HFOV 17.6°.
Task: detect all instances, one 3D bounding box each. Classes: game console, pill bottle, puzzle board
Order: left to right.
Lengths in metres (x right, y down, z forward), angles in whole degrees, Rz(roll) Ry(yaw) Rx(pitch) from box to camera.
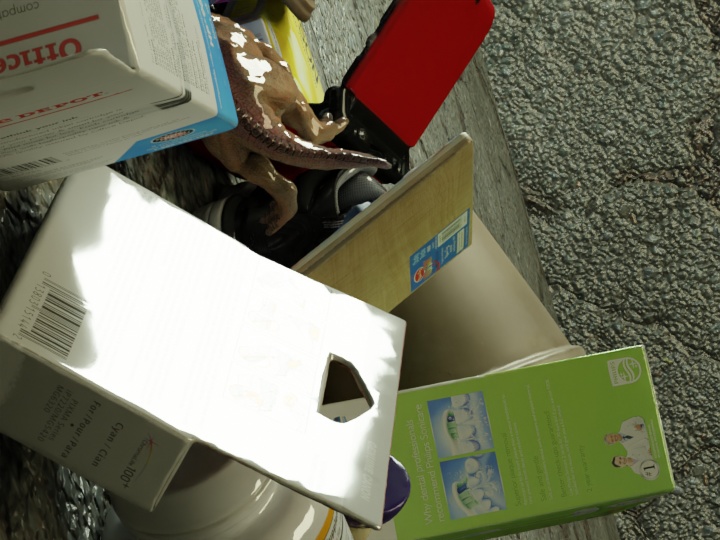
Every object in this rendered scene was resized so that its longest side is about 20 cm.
[{"bbox_3d":[-0.051,0.149,1.083,0.110,0.108,0.201,-91,163,-54],"label":"pill bottle"},{"bbox_3d":[-0.017,-0.124,1.416,0.200,0.171,0.120,32,61,-76],"label":"game console"},{"bbox_3d":[0.000,0.000,1.289,0.017,0.150,0.200,49,-8,13],"label":"puzzle board"}]

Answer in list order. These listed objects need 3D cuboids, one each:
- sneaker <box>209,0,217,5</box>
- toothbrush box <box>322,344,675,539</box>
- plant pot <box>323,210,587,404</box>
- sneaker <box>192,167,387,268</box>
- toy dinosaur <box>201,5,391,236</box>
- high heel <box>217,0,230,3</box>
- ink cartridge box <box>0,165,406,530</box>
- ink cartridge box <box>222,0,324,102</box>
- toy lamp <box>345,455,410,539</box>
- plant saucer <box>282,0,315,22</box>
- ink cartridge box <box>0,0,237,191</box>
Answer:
[{"bbox_3d":[-0.096,-0.144,1.143,0.075,0.078,0.201,-75,-170,-63],"label":"sneaker"},{"bbox_3d":[0.060,0.110,1.313,0.146,0.198,0.087,117,-40,-78],"label":"toothbrush box"},{"bbox_3d":[0.038,0.043,1.539,0.200,0.199,0.175,11,55,-79],"label":"plant pot"},{"bbox_3d":[-0.031,-0.025,1.425,0.200,0.113,0.076,-39,115,-79],"label":"sneaker"},{"bbox_3d":[-0.077,-0.104,1.243,0.200,0.086,0.136,42,-9,36],"label":"toy dinosaur"},{"bbox_3d":[-0.082,-0.201,1.440,0.200,0.095,0.068,-48,123,-78],"label":"high heel"},{"bbox_3d":[-0.071,0.040,1.010,0.175,0.045,0.200,28,23,-8],"label":"ink cartridge box"},{"bbox_3d":[-0.048,-0.112,1.668,0.200,0.047,0.199,-75,148,-66],"label":"ink cartridge box"},{"bbox_3d":[-0.015,0.182,1.206,0.058,0.058,0.201,-92,-168,-51],"label":"toy lamp"},{"bbox_3d":[-0.080,-0.260,1.573,0.201,0.029,0.200,58,7,-12],"label":"plant saucer"},{"bbox_3d":[-0.132,-0.087,0.939,0.200,0.115,0.068,22,54,-79],"label":"ink cartridge box"}]
